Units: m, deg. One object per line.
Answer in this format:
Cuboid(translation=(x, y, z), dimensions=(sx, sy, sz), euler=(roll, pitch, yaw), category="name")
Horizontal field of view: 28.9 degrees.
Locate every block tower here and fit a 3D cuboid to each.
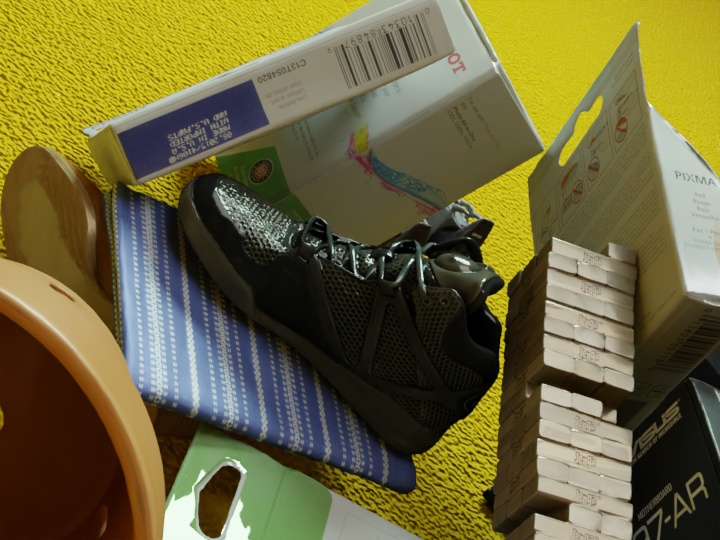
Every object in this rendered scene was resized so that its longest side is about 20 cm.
Cuboid(translation=(0.105, 0.076, 0.719), dimensions=(0.058, 0.054, 0.200), euler=(19, 54, -12), category="block tower")

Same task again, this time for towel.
Cuboid(translation=(-0.054, 0.041, 0.765), dimensions=(0.200, 0.024, 0.145), euler=(25, 36, -36), category="towel")

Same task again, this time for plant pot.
Cuboid(translation=(-0.166, 0.076, 0.533), dimensions=(0.200, 0.200, 0.140), euler=(35, 10, -5), category="plant pot")

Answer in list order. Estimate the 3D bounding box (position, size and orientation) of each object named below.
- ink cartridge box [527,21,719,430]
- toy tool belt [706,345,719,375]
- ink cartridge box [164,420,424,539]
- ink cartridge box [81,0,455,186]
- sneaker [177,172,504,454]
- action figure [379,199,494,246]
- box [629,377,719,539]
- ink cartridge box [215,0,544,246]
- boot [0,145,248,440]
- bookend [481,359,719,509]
Cuboid(translation=(0.157, -0.019, 0.829), dimensions=(0.050, 0.162, 0.200), euler=(12, 53, -14), category="ink cartridge box")
Cuboid(translation=(0.236, 0.042, 0.799), dimensions=(0.125, 0.123, 0.200), euler=(18, 16, -29), category="toy tool belt")
Cuboid(translation=(-0.014, 0.167, 0.684), dimensions=(0.200, 0.059, 0.104), euler=(30, 28, -6), category="ink cartridge box")
Cuboid(translation=(-0.065, -0.104, 0.843), dimensions=(0.041, 0.199, 0.200), euler=(68, -12, -10), category="ink cartridge box")
Cuboid(translation=(0.000, 0.000, 0.750), dimensions=(0.199, 0.114, 0.076), euler=(43, 28, -7), category="sneaker")
Cuboid(translation=(0.024, -0.079, 1.098), dimensions=(0.130, 0.069, 0.200), euler=(9, 36, -35), category="action figure")
Cuboid(translation=(0.133, 0.174, 0.699), dimensions=(0.043, 0.200, 0.160), euler=(28, 30, -19), category="box")
Cuboid(translation=(0.006, -0.100, 0.952), dimensions=(0.088, 0.200, 0.145), euler=(50, 14, -41), category="ink cartridge box")
Cuboid(translation=(-0.112, 0.017, 0.805), dimensions=(0.144, 0.071, 0.201), euler=(5, 46, -55), category="boot")
Cuboid(translation=(0.212, 0.097, 0.911), dimensions=(0.092, 0.199, 0.200), euler=(49, 31, 20), category="bookend")
